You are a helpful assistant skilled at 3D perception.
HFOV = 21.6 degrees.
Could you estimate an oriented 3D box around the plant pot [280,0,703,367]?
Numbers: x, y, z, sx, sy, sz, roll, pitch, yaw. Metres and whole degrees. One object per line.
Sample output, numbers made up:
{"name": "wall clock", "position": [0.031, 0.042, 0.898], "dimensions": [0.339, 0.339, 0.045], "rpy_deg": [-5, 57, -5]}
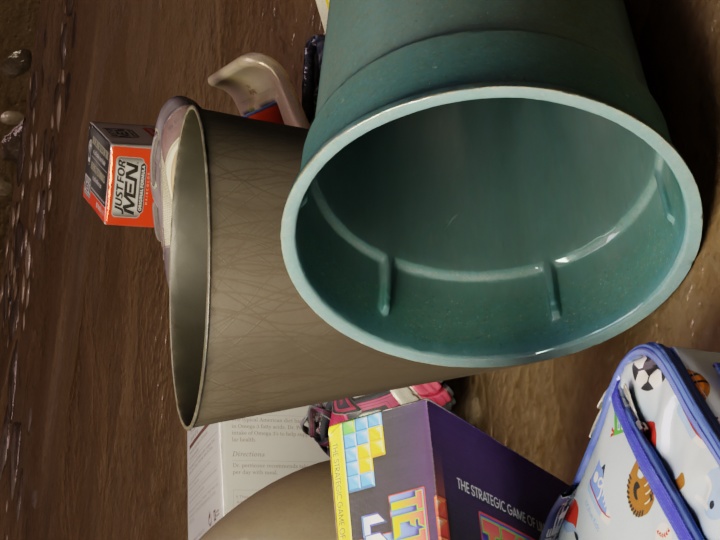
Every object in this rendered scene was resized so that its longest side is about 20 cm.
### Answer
{"name": "plant pot", "position": [0.059, -0.090, 0.948], "dimensions": [0.201, 0.199, 0.197], "rpy_deg": [114, 160, -48]}

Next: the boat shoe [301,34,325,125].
{"name": "boat shoe", "position": [0.008, -0.061, 1.238], "dimensions": [0.071, 0.090, 0.201], "rpy_deg": [128, 142, -60]}

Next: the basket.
{"name": "basket", "position": [0.000, 0.000, 1.062], "dimensions": [0.136, 0.199, 0.182], "rpy_deg": [-133, 45, -70]}

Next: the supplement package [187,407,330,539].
{"name": "supplement package", "position": [-0.062, 0.100, 1.384], "dimensions": [0.117, 0.116, 0.201], "rpy_deg": [130, 140, -65]}

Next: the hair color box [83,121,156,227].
{"name": "hair color box", "position": [-0.096, -0.066, 1.386], "dimensions": [0.101, 0.199, 0.062], "rpy_deg": [-140, 56, -68]}

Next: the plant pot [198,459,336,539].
{"name": "plant pot", "position": [0.008, 0.184, 1.092], "dimensions": [0.135, 0.200, 0.201], "rpy_deg": [-53, -8, -40]}

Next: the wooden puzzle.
{"name": "wooden puzzle", "position": [-0.046, -0.043, 1.246], "dimensions": [0.201, 0.046, 0.185], "rpy_deg": [62, 170, -7]}

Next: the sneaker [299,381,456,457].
{"name": "sneaker", "position": [-0.006, 0.090, 1.220], "dimensions": [0.081, 0.075, 0.200], "rpy_deg": [50, 164, 2]}

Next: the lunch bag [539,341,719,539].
{"name": "lunch bag", "position": [0.147, 0.128, 0.802], "dimensions": [0.200, 0.075, 0.161], "rpy_deg": [-113, 33, -52]}

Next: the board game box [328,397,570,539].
{"name": "board game box", "position": [0.063, 0.169, 0.883], "dimensions": [0.056, 0.200, 0.166], "rpy_deg": [-17, 63, 25]}

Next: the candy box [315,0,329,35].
{"name": "candy box", "position": [0.016, -0.190, 1.084], "dimensions": [0.200, 0.026, 0.103], "rpy_deg": [119, 139, -56]}

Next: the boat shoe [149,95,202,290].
{"name": "boat shoe", "position": [-0.104, -0.036, 1.260], "dimensions": [0.201, 0.072, 0.065], "rpy_deg": [87, 162, -53]}
